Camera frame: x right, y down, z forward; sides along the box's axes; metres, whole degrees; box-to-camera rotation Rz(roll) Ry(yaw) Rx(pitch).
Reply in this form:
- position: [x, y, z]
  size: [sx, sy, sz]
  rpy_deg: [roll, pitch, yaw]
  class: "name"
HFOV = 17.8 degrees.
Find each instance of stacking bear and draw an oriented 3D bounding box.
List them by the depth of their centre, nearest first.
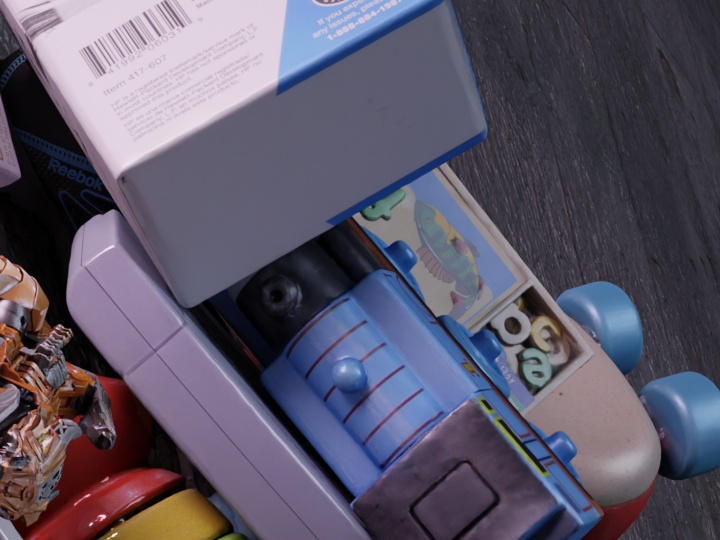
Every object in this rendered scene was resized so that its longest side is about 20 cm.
- position: [-0.088, 0.124, 0.903]
  size: [0.201, 0.113, 0.121]
  rpy_deg: [56, -4, 8]
  class: "stacking bear"

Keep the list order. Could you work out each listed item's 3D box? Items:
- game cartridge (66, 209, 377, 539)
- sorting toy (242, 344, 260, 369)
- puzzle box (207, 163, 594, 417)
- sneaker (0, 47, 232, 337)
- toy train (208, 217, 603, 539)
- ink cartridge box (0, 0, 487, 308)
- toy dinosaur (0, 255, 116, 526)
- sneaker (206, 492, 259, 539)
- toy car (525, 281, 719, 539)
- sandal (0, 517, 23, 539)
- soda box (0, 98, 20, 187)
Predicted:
- position: [-0.048, 0.065, 0.938]
  size: [0.200, 0.041, 0.133]
  rpy_deg: [50, 5, -11]
  class: "game cartridge"
- position: [-0.023, 0.040, 1.159]
  size: [0.199, 0.069, 0.201]
  rpy_deg: [76, 1, -74]
  class: "sorting toy"
- position: [0.000, 0.000, 1.049]
  size: [0.133, 0.025, 0.200]
  rpy_deg: [-38, 89, -29]
  class: "puzzle box"
- position: [-0.106, -0.022, 1.076]
  size: [0.200, 0.082, 0.073]
  rpy_deg: [56, 17, -30]
  class: "sneaker"
- position: [0.018, 0.055, 0.939]
  size: [0.200, 0.087, 0.114]
  rpy_deg: [50, 7, 11]
  class: "toy train"
- position: [-0.060, -0.103, 0.943]
  size: [0.200, 0.145, 0.085]
  rpy_deg: [55, -8, 44]
  class: "ink cartridge box"
- position: [-0.153, 0.027, 0.790]
  size: [0.135, 0.103, 0.200]
  rpy_deg: [15, -2, -20]
  class: "toy dinosaur"
- position: [-0.028, 0.147, 1.076]
  size: [0.200, 0.082, 0.074]
  rpy_deg: [26, 44, -62]
  class: "sneaker"
- position: [0.093, 0.135, 1.382]
  size: [0.177, 0.183, 0.201]
  rpy_deg: [49, -40, 41]
  class: "toy car"
- position: [-0.126, 0.144, 0.810]
  size: [0.203, 0.082, 0.050]
  rpy_deg: [49, 6, -6]
  class: "sandal"
- position: [-0.205, -0.120, 0.955]
  size: [0.068, 0.063, 0.201]
  rpy_deg: [29, 39, -62]
  class: "soda box"
